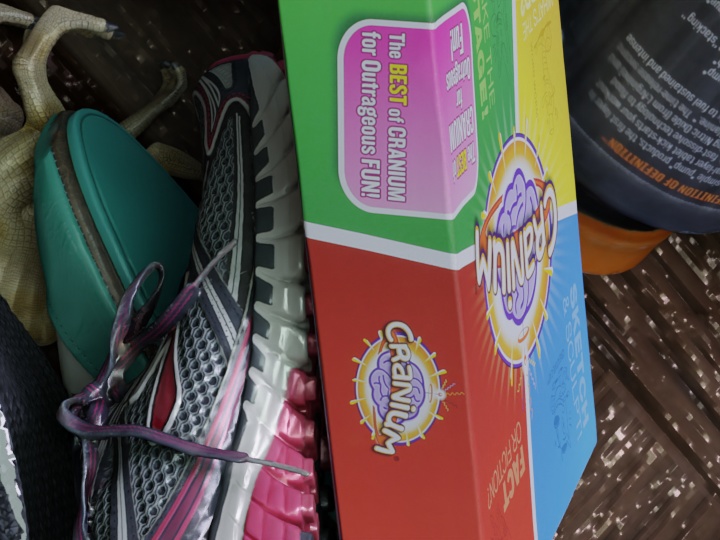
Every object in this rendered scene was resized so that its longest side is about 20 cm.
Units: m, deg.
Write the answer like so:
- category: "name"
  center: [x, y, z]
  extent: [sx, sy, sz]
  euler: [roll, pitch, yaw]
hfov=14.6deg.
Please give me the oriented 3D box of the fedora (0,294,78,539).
- category: "fedora"
  center: [-0.137, 0.067, 0.814]
  extent: [0.091, 0.200, 0.202]
  euler: [-14, 95, -52]

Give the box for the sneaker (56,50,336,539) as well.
- category: "sneaker"
  center: [-0.043, 0.032, 0.757]
  extent: [0.074, 0.081, 0.201]
  euler: [2, 66, 7]

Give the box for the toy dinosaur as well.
- category: "toy dinosaur"
  center: [-0.108, -0.030, 0.859]
  extent: [0.199, 0.058, 0.102]
  euler: [18, 85, -20]

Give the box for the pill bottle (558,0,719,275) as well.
- category: "pill bottle"
  center: [0.114, -0.083, 0.861]
  extent: [0.106, 0.200, 0.107]
  euler: [21, 43, -22]

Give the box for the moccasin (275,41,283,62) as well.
- category: "moccasin"
  center: [0.002, 0.000, 0.896]
  extent: [0.073, 0.078, 0.203]
  euler: [-2, 95, 2]

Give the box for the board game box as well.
- category: "board game box"
  center: [0.025, -0.015, 0.774]
  extent: [0.040, 0.153, 0.201]
  euler: [-1, 110, 16]

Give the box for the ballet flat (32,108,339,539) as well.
- category: "ballet flat"
  center: [-0.047, 0.047, 0.834]
  extent: [0.070, 0.067, 0.200]
  euler: [-40, 89, 27]
